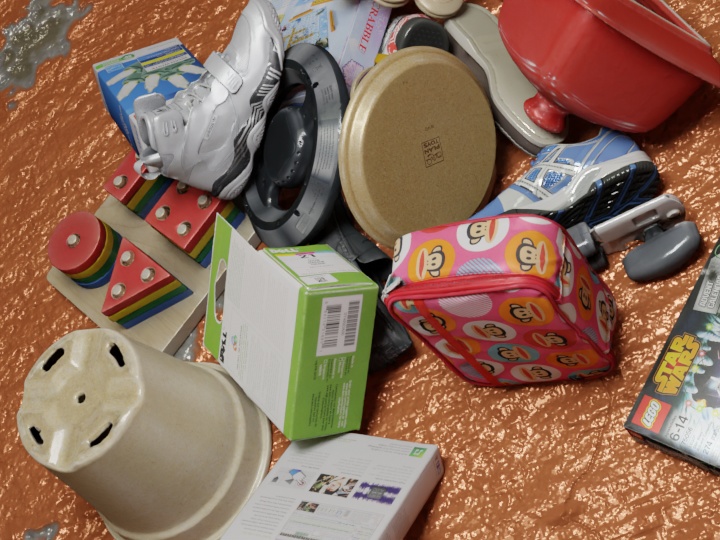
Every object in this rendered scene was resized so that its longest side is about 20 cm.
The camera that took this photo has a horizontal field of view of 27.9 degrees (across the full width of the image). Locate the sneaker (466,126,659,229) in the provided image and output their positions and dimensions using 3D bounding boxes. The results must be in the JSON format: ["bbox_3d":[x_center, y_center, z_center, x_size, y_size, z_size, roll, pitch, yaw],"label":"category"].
[{"bbox_3d":[0.170,-0.063,1.321,0.199,0.076,0.077,-24,49,4],"label":"sneaker"}]

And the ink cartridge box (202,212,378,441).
[{"bbox_3d":[-0.071,0.043,1.347,0.200,0.075,0.149,39,128,52],"label":"ink cartridge box"}]

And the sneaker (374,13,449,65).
[{"bbox_3d":[0.031,-0.158,1.449,0.108,0.067,0.203,-127,53,-71],"label":"sneaker"}]

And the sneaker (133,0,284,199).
[{"bbox_3d":[-0.147,-0.168,1.390,0.075,0.114,0.201,42,120,54],"label":"sneaker"}]

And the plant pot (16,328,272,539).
[{"bbox_3d":[-0.213,0.147,1.344,0.199,0.183,0.202,-13,60,23],"label":"plant pot"}]

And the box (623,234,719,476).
[{"bbox_3d":[0.320,0.071,1.182,0.136,0.040,0.201,21,77,36],"label":"box"}]

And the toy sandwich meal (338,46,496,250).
[{"bbox_3d":[0.048,-0.108,1.329,0.070,0.205,0.206,12,71,51],"label":"toy sandwich meal"}]

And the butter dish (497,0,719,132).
[{"bbox_3d":[0.201,-0.190,1.295,0.148,0.199,0.200,-54,34,21],"label":"butter dish"}]

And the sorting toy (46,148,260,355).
[{"bbox_3d":[-0.226,-0.031,1.515,0.200,0.070,0.199,35,85,36],"label":"sorting toy"}]

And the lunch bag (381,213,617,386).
[{"bbox_3d":[0.110,0.030,1.219,0.175,0.200,0.082,-6,61,29],"label":"lunch bag"}]

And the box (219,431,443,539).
[{"bbox_3d":[-0.033,0.216,1.245,0.144,0.037,0.200,5,36,31],"label":"box"}]

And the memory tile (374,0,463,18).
[{"bbox_3d":[0.034,-0.342,1.431,0.152,0.017,0.201,11,61,-10],"label":"memory tile"}]

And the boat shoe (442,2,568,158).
[{"bbox_3d":[0.134,-0.175,1.398,0.071,0.060,0.200,-12,52,-28],"label":"boat shoe"}]

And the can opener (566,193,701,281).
[{"bbox_3d":[0.200,-0.004,1.279,0.199,0.053,0.067,-27,55,16],"label":"can opener"}]

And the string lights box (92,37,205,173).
[{"bbox_3d":[-0.206,-0.176,1.526,0.102,0.059,0.200,-21,31,-14],"label":"string lights box"}]

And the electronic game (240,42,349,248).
[{"bbox_3d":[-0.064,-0.118,1.394,0.200,0.041,0.201,-18,69,58],"label":"electronic game"}]

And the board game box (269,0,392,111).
[{"bbox_3d":[-0.045,-0.249,1.501,0.199,0.041,0.201,-7,60,52],"label":"board game box"}]

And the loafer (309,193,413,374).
[{"bbox_3d":[0.000,0.000,1.377,0.070,0.068,0.202,-26,63,17],"label":"loafer"}]
